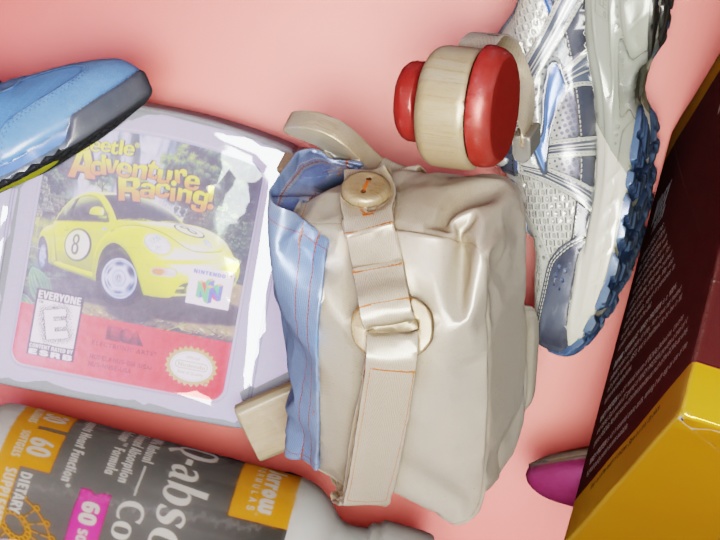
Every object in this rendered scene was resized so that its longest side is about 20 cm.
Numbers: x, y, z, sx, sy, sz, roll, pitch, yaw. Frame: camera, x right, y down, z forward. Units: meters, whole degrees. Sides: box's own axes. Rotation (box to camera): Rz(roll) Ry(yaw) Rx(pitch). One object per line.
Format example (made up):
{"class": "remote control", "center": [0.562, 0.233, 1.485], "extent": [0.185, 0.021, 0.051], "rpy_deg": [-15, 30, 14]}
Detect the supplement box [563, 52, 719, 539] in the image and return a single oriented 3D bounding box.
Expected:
{"class": "supplement box", "center": [0.182, 0.011, 0.805], "extent": [0.133, 0.197, 0.200], "rpy_deg": [17, 69, 0]}

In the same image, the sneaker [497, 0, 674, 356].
{"class": "sneaker", "center": [0.083, -0.065, 0.902], "extent": [0.085, 0.077, 0.200], "rpy_deg": [7, 97, 16]}

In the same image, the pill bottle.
{"class": "pill bottle", "center": [-0.076, 0.134, 0.904], "extent": [0.200, 0.116, 0.117], "rpy_deg": [14, 98, 0]}

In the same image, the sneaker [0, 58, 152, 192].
{"class": "sneaker", "center": [-0.187, -0.056, 0.878], "extent": [0.200, 0.066, 0.079], "rpy_deg": [-23, 91, 6]}

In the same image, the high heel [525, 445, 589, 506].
{"class": "high heel", "center": [0.169, 0.123, 0.915], "extent": [0.200, 0.067, 0.096], "rpy_deg": [3, 87, -1]}

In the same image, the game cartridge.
{"class": "game cartridge", "center": [-0.096, -0.006, 0.929], "extent": [0.200, 0.041, 0.133], "rpy_deg": [10, 94, 1]}

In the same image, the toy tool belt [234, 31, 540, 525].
{"class": "toy tool belt", "center": [0.000, 0.000, 0.845], "extent": [0.123, 0.125, 0.200], "rpy_deg": [8, 121, 19]}
